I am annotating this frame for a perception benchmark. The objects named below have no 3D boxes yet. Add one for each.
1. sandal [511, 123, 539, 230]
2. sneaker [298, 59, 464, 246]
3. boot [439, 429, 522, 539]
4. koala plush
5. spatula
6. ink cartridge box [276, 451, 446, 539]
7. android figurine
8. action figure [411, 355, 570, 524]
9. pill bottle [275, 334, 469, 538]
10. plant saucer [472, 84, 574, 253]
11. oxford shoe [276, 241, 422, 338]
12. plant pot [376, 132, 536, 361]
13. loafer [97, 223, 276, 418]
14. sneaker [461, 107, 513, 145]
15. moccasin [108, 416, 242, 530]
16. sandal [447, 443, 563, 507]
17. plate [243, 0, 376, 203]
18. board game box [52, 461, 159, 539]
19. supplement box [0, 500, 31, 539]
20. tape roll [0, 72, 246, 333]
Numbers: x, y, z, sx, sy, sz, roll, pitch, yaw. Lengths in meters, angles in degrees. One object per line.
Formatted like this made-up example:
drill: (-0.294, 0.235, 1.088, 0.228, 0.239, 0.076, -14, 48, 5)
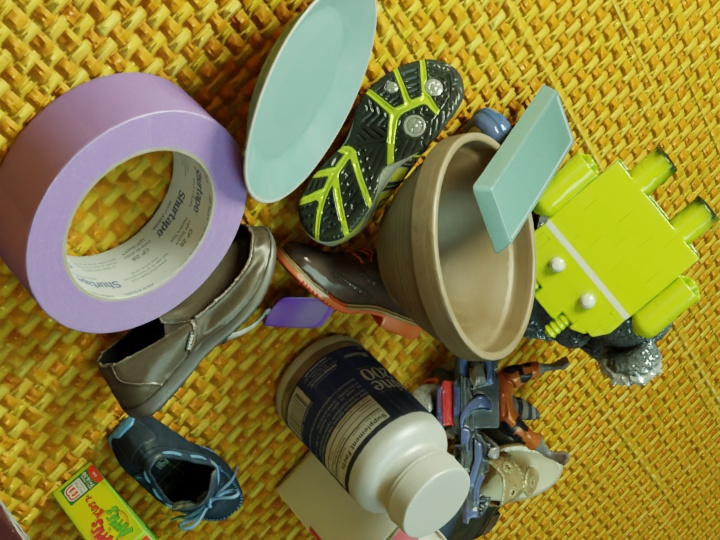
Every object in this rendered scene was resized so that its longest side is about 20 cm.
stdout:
sandal: (0.155, -0.054, 1.544, 0.048, 0.075, 0.202, -31, 144, -54)
sneaker: (0.015, -0.108, 1.372, 0.200, 0.075, 0.076, -47, 174, -5)
boot: (0.126, 0.249, 1.773, 0.096, 0.075, 0.202, -17, 135, -38)
koala plush: (0.250, 0.027, 1.573, 0.182, 0.200, 0.180, 3, 104, -27)
spatula: (-0.112, 0.053, 1.400, 0.198, 0.021, 0.057, -14, 156, -33)
ink cartridge box: (0.019, 0.281, 1.635, 0.083, 0.146, 0.200, -46, 143, 0)
android figurine: (0.238, -0.020, 1.466, 0.199, 0.183, 0.041, -39, 178, 14)
action figure: (0.133, 0.171, 1.665, 0.191, 0.104, 0.203, 8, 86, -21)
pill bottle: (0.014, 0.162, 1.481, 0.110, 0.200, 0.112, -26, 138, -26)
plant saucer: (0.156, -0.098, 1.419, 0.200, 0.019, 0.071, -54, 130, -48)
oxford shoe: (0.000, 0.000, 1.427, 0.199, 0.071, 0.073, 22, 108, -46)
plant pot: (0.077, -0.017, 1.382, 0.200, 0.092, 0.204, 16, 71, -57)
loafer: (-0.150, 0.034, 1.312, 0.201, 0.073, 0.071, -52, 123, -8)
sneaker: (0.097, -0.060, 1.474, 0.087, 0.075, 0.202, -17, 132, -33)
moccasin: (-0.169, 0.204, 1.445, 0.081, 0.068, 0.200, -49, 143, 2)
sandal: (0.138, 0.240, 1.708, 0.209, 0.070, 0.079, 8, 113, -17)
plate: (-0.047, -0.151, 1.250, 0.201, 0.025, 0.201, -53, 160, -28)
board game box: (-0.207, 0.273, 1.441, 0.047, 0.101, 0.201, -39, 142, -11)
supplement box: (-0.368, 0.253, 1.238, 0.196, 0.133, 0.201, -37, 141, -15)
tape roll: (-0.188, -0.052, 1.208, 0.199, 0.066, 0.202, -27, 138, -27)
